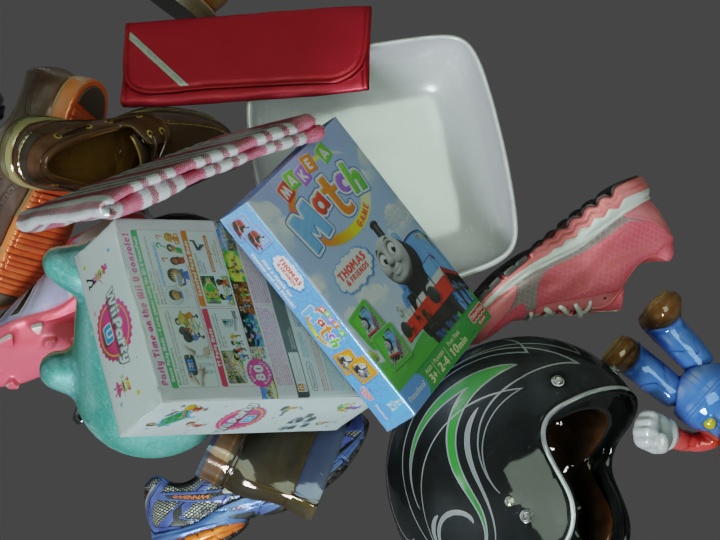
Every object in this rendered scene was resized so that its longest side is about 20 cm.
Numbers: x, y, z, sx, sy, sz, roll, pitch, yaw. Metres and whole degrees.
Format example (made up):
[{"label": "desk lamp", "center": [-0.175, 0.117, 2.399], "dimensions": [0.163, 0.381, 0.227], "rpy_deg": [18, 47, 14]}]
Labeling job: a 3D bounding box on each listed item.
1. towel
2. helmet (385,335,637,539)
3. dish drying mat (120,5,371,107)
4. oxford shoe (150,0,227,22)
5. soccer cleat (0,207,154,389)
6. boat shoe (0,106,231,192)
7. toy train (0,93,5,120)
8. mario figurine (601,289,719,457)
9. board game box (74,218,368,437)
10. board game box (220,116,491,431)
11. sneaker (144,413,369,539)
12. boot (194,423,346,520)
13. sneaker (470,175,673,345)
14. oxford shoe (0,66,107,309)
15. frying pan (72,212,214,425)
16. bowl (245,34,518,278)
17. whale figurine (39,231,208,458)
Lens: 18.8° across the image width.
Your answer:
[{"label": "towel", "center": [-0.140, -0.067, 1.603], "dimensions": [0.200, 0.146, 0.030], "rpy_deg": [-24, 98, -31]}, {"label": "helmet", "center": [0.118, 0.148, 1.682], "dimensions": [0.200, 0.200, 0.191], "rpy_deg": [-3, 74, -3]}, {"label": "dish drying mat", "center": [-0.091, -0.169, 1.713], "dimensions": [0.200, 0.018, 0.077], "rpy_deg": [-3, 65, 11]}, {"label": "oxford shoe", "center": [-0.185, -0.280, 1.757], "dimensions": [0.200, 0.071, 0.071], "rpy_deg": [38, 80, -11]}, {"label": "soccer cleat", "center": [-0.236, 0.021, 1.732], "dimensions": [0.200, 0.077, 0.067], "rpy_deg": [-37, 128, 18]}, {"label": "boat shoe", "center": [-0.181, -0.088, 1.705], "dimensions": [0.200, 0.068, 0.072], "rpy_deg": [-5, 105, -35]}, {"label": "toy train", "center": [-0.351, -0.065, 1.742], "dimensions": [0.034, 0.046, 0.200], "rpy_deg": [36, 86, 0]}, {"label": "mario figurine", "center": [0.293, 0.105, 1.731], "dimensions": [0.200, 0.106, 0.124], "rpy_deg": [41, 120, 8]}, {"label": "board game box", "center": [-0.096, 0.042, 1.599], "dimensions": [0.200, 0.064, 0.148], "rpy_deg": [2, 62, -40]}, {"label": "board game box", "center": [0.000, 0.000, 1.635], "dimensions": [0.037, 0.151, 0.200], "rpy_deg": [-33, 99, 38]}, {"label": "sneaker", "center": [-0.085, 0.160, 1.730], "dimensions": [0.200, 0.075, 0.079], "rpy_deg": [-27, 85, -6]}, {"label": "boot", "center": [-0.047, 0.109, 1.702], "dimensions": [0.097, 0.075, 0.200], "rpy_deg": [28, 51, 2]}, {"label": "sneaker", "center": [0.169, 0.010, 1.750], "dimensions": [0.200, 0.074, 0.087], "rpy_deg": [-37, 90, -4]}, {"label": "oxford shoe", "center": [-0.269, -0.067, 1.747], "dimensions": [0.073, 0.071, 0.200], "rpy_deg": [21, 88, 26]}, {"label": "frying pan", "center": [-0.153, 0.047, 1.751], "dimensions": [0.115, 0.031, 0.190], "rpy_deg": [16, 96, 7]}, {"label": "bowl", "center": [0.015, -0.077, 1.747], "dimensions": [0.200, 0.075, 0.200], "rpy_deg": [-12, 87, -4]}, {"label": "whale figurine", "center": [-0.171, 0.060, 1.662], "dimensions": [0.159, 0.104, 0.200], "rpy_deg": [-20, 127, 1]}]
